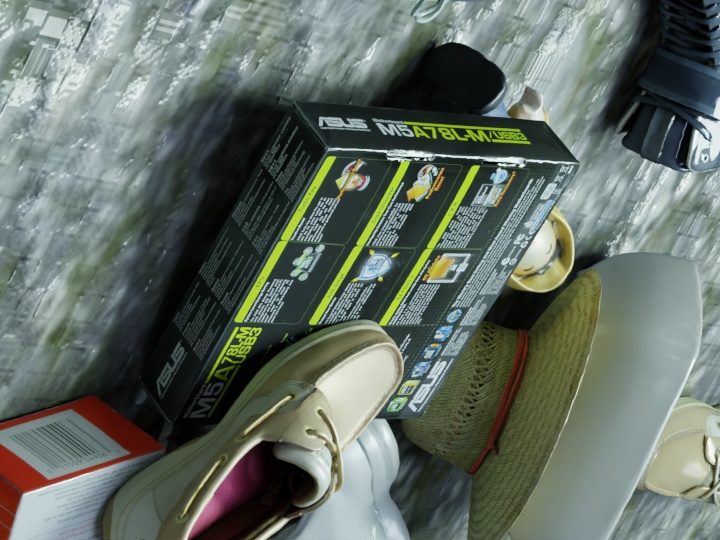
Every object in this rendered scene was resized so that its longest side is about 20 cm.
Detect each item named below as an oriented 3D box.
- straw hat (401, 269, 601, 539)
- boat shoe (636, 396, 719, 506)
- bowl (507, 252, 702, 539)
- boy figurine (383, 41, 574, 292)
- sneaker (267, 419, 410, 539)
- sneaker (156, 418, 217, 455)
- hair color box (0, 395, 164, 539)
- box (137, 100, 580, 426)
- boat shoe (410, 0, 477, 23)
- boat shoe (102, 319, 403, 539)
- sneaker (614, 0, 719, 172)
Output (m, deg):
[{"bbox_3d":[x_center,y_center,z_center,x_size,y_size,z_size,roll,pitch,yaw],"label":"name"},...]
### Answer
[{"bbox_3d":[0.069,0.076,1.772,0.201,0.085,0.201,-157,-90,-84],"label":"straw hat"},{"bbox_3d":[0.259,0.140,2.136,0.200,0.065,0.072,2,118,-55],"label":"boat shoe"},{"bbox_3d":[0.146,0.086,1.855,0.200,0.075,0.200,-73,-174,-70],"label":"bowl"},{"bbox_3d":[0.071,-0.046,1.691,0.124,0.064,0.200,-49,145,-13],"label":"boy figurine"},{"bbox_3d":[-0.020,0.159,1.771,0.088,0.075,0.200,-29,136,-18],"label":"sneaker"},{"bbox_3d":[-0.061,0.161,1.583,0.076,0.115,0.200,52,42,-59],"label":"sneaker"},{"bbox_3d":[-0.186,0.174,1.543,0.111,0.064,0.200,-15,130,-50],"label":"hair color box"},{"bbox_3d":[0.000,0.000,1.586,0.193,0.048,0.200,2,130,-40],"label":"box"},{"bbox_3d":[0.040,-0.172,1.524,0.200,0.062,0.075,-3,124,-53],"label":"boat shoe"},{"bbox_3d":[-0.042,0.103,1.532,0.200,0.069,0.074,-40,128,-23],"label":"boat shoe"},{"bbox_3d":[0.202,-0.139,1.771,0.146,0.077,0.202,-60,151,3],"label":"sneaker"}]
